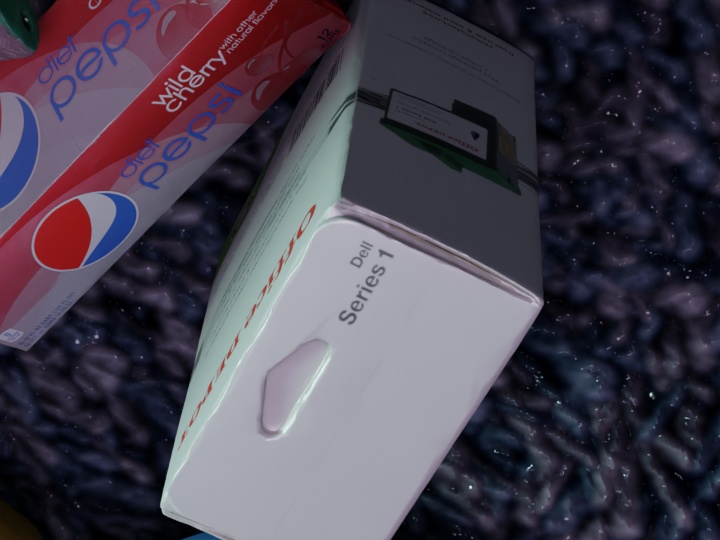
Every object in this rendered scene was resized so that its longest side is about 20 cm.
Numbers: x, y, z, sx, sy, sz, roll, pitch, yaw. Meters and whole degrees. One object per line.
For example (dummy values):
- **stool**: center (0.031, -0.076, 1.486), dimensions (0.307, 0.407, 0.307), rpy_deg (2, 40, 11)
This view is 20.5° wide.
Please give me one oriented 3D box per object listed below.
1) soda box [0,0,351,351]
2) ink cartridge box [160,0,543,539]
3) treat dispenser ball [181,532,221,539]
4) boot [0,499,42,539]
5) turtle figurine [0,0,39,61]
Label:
- **soda box**: center (-0.102, -0.061, 0.787), dimensions (0.200, 0.070, 0.063), rpy_deg (-44, 146, 18)
- **ink cartridge box**: center (0.000, 0.000, 0.757), dimensions (0.084, 0.200, 0.146), rpy_deg (25, 119, -11)
- **treat dispenser ball**: center (-0.044, 0.213, 0.881), dimensions (0.200, 0.201, 0.202), rpy_deg (3, 119, 5)
- **boot**: center (-0.192, 0.051, 0.878), dimensions (0.071, 0.201, 0.145), rpy_deg (15, 84, 37)
- **turtle figurine**: center (-0.223, -0.092, 0.786), dimensions (0.199, 0.150, 0.101), rpy_deg (-18, 149, 10)
